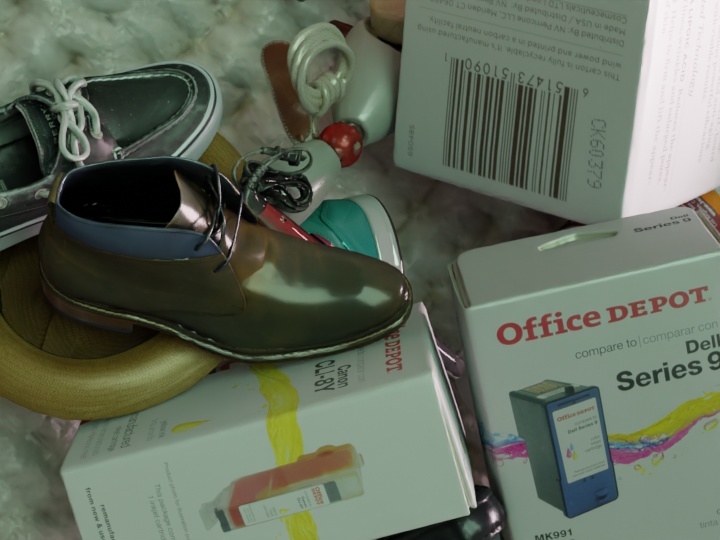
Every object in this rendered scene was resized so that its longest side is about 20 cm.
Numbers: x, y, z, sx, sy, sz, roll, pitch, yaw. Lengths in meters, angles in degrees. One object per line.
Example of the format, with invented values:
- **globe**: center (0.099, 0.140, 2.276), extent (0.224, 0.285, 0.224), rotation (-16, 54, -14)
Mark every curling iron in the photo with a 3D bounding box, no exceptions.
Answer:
- **curling iron**: center (0.000, 0.000, 1.039), extent (0.200, 0.026, 0.050), rotation (46, 72, -29)

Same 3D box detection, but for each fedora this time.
- **fedora**: center (-0.145, 0.001, 1.027), extent (0.200, 0.082, 0.201), rotation (2, 63, -5)

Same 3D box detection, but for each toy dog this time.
- **toy dog**: center (-0.019, -0.108, 1.113), extent (0.200, 0.096, 0.132), rotation (-26, 127, -49)

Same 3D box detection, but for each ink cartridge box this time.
- **ink cartridge box**: center (-0.046, 0.094, 0.983), extent (0.199, 0.145, 0.084), rotation (-15, 103, 3)
- **ink cartridge box**: center (0.138, 0.081, 1.000), extent (0.145, 0.088, 0.201), rotation (-12, 107, 0)

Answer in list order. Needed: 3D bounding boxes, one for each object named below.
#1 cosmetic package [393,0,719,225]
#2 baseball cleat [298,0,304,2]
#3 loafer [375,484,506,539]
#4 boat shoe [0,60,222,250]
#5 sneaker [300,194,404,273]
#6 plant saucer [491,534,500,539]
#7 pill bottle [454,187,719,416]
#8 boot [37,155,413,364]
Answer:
- **cosmetic package**: center (0.146, -0.139, 1.098), extent (0.200, 0.164, 0.166), rotation (-23, 124, -50)
- **baseball cleat**: center (-0.001, -0.259, 1.177), extent (0.106, 0.070, 0.200), rotation (42, 75, -19)
- **loafer**: center (0.032, 0.179, 1.023), extent (0.068, 0.201, 0.071), rotation (-26, 75, -36)
- **boat shoe**: center (-0.163, -0.069, 0.974), extent (0.199, 0.068, 0.074), rotation (-22, 68, -16)
- **sneaker**: center (-0.025, 0.054, 1.085), extent (0.120, 0.084, 0.201), rotation (-6, 75, -31)
- **plant saucer**: center (0.095, 0.245, 1.130), extent (0.200, 0.039, 0.202), rotation (5, 79, -24)
- **pill bottle**: center (0.154, 0.024, 1.161), extent (0.200, 0.113, 0.113), rotation (-42, 98, -25)
- **boot**: center (-0.069, -0.005, 0.935), extent (0.199, 0.097, 0.075), rotation (4, 63, -1)
